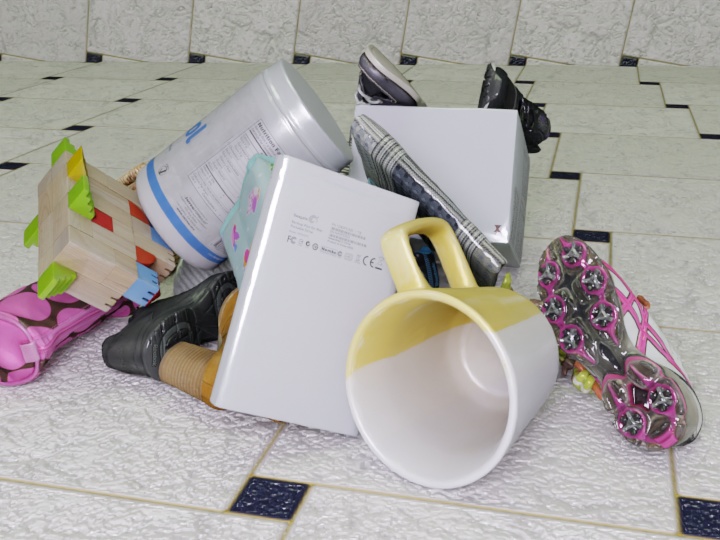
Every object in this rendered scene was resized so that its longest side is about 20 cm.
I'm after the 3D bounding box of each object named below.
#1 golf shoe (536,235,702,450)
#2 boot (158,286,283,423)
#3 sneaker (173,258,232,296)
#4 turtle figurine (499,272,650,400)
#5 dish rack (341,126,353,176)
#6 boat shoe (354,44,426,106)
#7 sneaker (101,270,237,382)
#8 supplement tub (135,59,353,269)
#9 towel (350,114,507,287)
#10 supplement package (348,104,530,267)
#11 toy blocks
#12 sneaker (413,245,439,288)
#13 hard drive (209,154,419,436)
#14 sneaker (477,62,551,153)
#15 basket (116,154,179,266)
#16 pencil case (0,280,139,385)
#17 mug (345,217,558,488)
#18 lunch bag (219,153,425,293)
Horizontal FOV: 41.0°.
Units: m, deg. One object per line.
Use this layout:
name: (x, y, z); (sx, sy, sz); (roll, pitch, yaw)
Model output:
golf shoe: (0.218, 0.061, 0.820); (0.091, 0.072, 0.202); (7, 51, -52)
boot: (-0.078, 0.078, 0.901); (0.142, 0.072, 0.201); (15, 27, 21)
sneaker: (-0.159, -0.008, 1.137); (0.074, 0.106, 0.202); (11, 51, 8)
turtle figurine: (0.202, 0.060, 0.921); (0.159, 0.065, 0.200); (25, 36, 9)
dish rack: (-0.012, -0.115, 1.222); (0.054, 0.203, 0.154); (12, 21, 10)
boat shoe: (0.028, -0.199, 1.100); (0.073, 0.063, 0.200); (50, 9, 10)
sneaker: (-0.181, 0.049, 0.966); (0.089, 0.077, 0.199); (-2, 13, 27)
supplement tub: (-0.121, -0.107, 0.996); (0.199, 0.132, 0.132); (-36, 17, 10)
towel: (0.070, -0.056, 0.931); (0.193, 0.035, 0.200); (46, -4, 10)
supplement package: (0.096, -0.094, 1.134); (0.188, 0.150, 0.200); (4, -6, 13)
toy blocks: (-0.245, -0.027, 0.947); (0.136, 0.100, 0.201); (32, 23, -36)
sneaker: (0.000, 0.000, 1.073); (0.197, 0.083, 0.073); (8, 23, 25)
hard drive: (-0.035, 0.023, 0.784); (0.130, 0.203, 0.026); (16, -1, -28)
sneaker: (0.189, -0.192, 1.160); (0.086, 0.077, 0.200); (12, -5, 11)
basket: (-0.269, -0.093, 1.235); (0.140, 0.152, 0.200); (8, 22, 23)
pencil case: (-0.296, 0.042, 0.961); (0.092, 0.092, 0.200); (14, 26, 17)
mug: (0.091, 0.061, 0.779); (0.148, 0.190, 0.152); (15, 16, 31)
lunch bag: (-0.016, -0.008, 0.911); (0.197, 0.123, 0.171); (14, 30, -26)
